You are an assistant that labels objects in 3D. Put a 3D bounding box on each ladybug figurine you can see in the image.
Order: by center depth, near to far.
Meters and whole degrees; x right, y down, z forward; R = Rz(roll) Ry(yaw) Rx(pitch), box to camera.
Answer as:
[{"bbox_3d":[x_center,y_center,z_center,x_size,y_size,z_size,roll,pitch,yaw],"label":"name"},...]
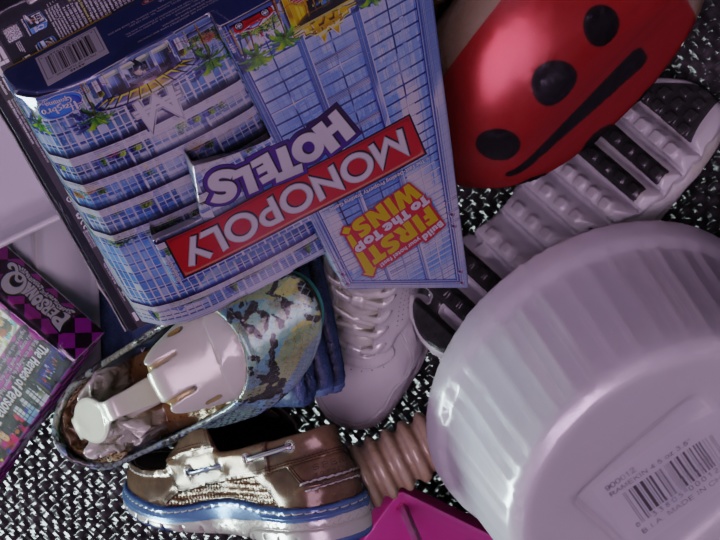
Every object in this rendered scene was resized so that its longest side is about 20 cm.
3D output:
[{"bbox_3d":[0.101,-0.112,1.223,0.200,0.136,0.072,-46,60,4],"label":"ladybug figurine"}]

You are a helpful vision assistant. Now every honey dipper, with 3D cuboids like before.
[{"bbox_3d":[0.088,0.067,1.321,0.199,0.038,0.038,-27,101,-2],"label":"honey dipper"}]

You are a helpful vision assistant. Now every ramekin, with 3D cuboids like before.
[{"bbox_3d":[0.143,0.084,1.259,0.199,0.098,0.201,-11,127,-15],"label":"ramekin"}]

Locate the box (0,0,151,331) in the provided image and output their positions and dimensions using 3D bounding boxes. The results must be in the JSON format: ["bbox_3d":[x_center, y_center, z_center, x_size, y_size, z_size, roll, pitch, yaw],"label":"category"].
[{"bbox_3d":[-0.087,-0.084,1.179,0.161,0.049,0.200,-26,128,1],"label":"box"}]

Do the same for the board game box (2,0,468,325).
[{"bbox_3d":[-0.035,-0.052,1.151,0.199,0.062,0.200,-29,127,-3],"label":"board game box"}]

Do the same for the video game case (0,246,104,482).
[{"bbox_3d":[-0.253,0.035,1.358,0.181,0.036,0.200,41,136,2],"label":"video game case"}]

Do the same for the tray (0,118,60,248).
[{"bbox_3d":[-0.216,-0.097,1.273,0.107,0.022,0.201,-25,72,12],"label":"tray"}]

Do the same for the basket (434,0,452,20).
[{"bbox_3d":[0.061,-0.191,1.212,0.149,0.143,0.200,33,113,1],"label":"basket"}]

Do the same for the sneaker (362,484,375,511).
[{"bbox_3d":[-0.053,0.191,1.394,0.200,0.092,0.076,-31,100,20],"label":"sneaker"}]

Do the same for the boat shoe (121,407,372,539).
[{"bbox_3d":[-0.065,0.106,1.351,0.199,0.072,0.073,1,100,48],"label":"boat shoe"}]

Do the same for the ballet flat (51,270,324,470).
[{"bbox_3d":[-0.096,0.059,1.269,0.074,0.074,0.200,49,136,-6],"label":"ballet flat"}]

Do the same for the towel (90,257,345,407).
[{"bbox_3d":[-0.097,0.015,1.333,0.199,0.048,0.112,5,113,42],"label":"towel"}]

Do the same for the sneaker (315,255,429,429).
[{"bbox_3d":[0.000,0.000,1.313,0.078,0.099,0.201,11,110,10],"label":"sneaker"}]

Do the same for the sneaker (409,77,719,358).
[{"bbox_3d":[0.116,-0.022,1.300,0.200,0.081,0.075,-43,57,6],"label":"sneaker"}]

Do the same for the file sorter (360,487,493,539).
[{"bbox_3d":[0.032,0.250,1.342,0.139,0.126,0.200,28,108,-25],"label":"file sorter"}]

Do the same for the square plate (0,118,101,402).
[{"bbox_3d":[-0.232,-0.024,1.346,0.197,0.028,0.201,21,131,22],"label":"square plate"}]
